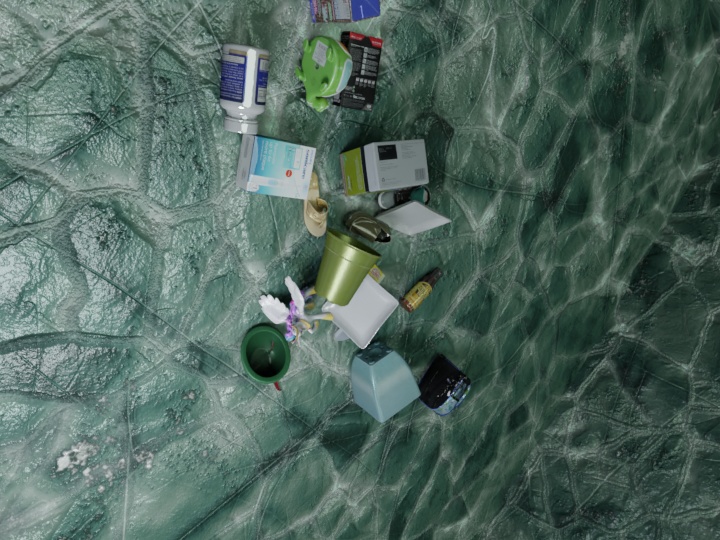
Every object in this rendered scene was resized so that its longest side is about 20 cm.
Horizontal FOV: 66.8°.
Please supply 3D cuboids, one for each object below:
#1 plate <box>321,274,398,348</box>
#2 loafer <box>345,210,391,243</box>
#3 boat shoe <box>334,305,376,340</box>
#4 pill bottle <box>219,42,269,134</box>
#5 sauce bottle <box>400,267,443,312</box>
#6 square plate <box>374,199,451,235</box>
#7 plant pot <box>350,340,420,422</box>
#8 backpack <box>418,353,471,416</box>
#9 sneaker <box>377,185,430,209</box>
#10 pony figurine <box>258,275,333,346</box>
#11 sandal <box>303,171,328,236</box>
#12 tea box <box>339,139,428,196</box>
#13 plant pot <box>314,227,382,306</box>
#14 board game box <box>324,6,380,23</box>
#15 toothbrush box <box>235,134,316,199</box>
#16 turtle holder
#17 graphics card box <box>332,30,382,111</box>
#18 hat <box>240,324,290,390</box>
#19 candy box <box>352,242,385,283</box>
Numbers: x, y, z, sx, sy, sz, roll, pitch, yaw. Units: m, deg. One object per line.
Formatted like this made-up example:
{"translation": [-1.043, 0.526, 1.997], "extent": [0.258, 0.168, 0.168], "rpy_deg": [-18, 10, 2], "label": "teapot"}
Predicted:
{"translation": [-0.001, 0.118, 1.815], "extent": [0.202, 0.198, 0.032], "rpy_deg": [-51, 171, 7], "label": "plate"}
{"translation": [0.035, -0.137, 1.793], "extent": [0.196, 0.070, 0.076], "rpy_deg": [11, 122, -41], "label": "loafer"}
{"translation": [-0.019, 0.153, 1.883], "extent": [0.201, 0.087, 0.074], "rpy_deg": [-42, 140, 17], "label": "boat shoe"}
{"translation": [-0.295, -0.456, 1.377], "extent": [0.117, 0.119, 0.207], "rpy_deg": [-4, 111, -36], "label": "pill bottle"}
{"translation": [0.233, 0.069, 2.051], "extent": [0.200, 0.065, 0.067], "rpy_deg": [-47, 130, -14], "label": "sauce bottle"}
{"translation": [0.173, -0.179, 1.833], "extent": [0.194, 0.197, 0.030], "rpy_deg": [18, 67, -41], "label": "square plate"}
{"translation": [0.075, 0.380, 1.982], "extent": [0.192, 0.194, 0.206], "rpy_deg": [-27, 115, -25], "label": "plant pot"}
{"translation": [0.342, 0.483, 2.233], "extent": [0.202, 0.182, 0.146], "rpy_deg": [-51, 130, -1], "label": "backpack"}
{"translation": [0.161, -0.241, 1.817], "extent": [0.195, 0.119, 0.087], "rpy_deg": [-14, 104, -34], "label": "sneaker"}
{"translation": [-0.192, 0.120, 1.676], "extent": [0.196, 0.165, 0.199], "rpy_deg": [56, 33, 3], "label": "pony figurine"}
{"translation": [-0.131, -0.189, 1.651], "extent": [0.076, 0.069, 0.218], "rpy_deg": [-25, 122, -27], "label": "sandal"}
{"translation": [0.070, -0.310, 1.659], "extent": [0.195, 0.194, 0.139], "rpy_deg": [-12, 97, -32], "label": "tea box"}
{"translation": [-0.057, -0.001, 1.712], "extent": [0.196, 0.199, 0.195], "rpy_deg": [17, 103, -40], "label": "plant pot"}
{"translation": [-0.049, -0.731, 1.400], "extent": [0.095, 0.198, 0.164], "rpy_deg": [-24, 123, -27], "label": "board game box"}
{"translation": [-0.235, -0.288, 1.519], "extent": [0.195, 0.084, 0.151], "rpy_deg": [3, 107, -40], "label": "toothbrush box"}
{"translation": [-0.088, -0.535, 1.496], "extent": [0.130, 0.138, 0.193], "rpy_deg": [-18, 112, -50], "label": "turtle holder"}
{"translation": [-0.008, -0.578, 1.597], "extent": [0.122, 0.050, 0.207], "rpy_deg": [-5, 110, -37], "label": "graphics card box"}
{"translation": [-0.321, 0.294, 1.741], "extent": [0.161, 0.175, 0.207], "rpy_deg": [-11, 78, -31], "label": "hat"}
{"translation": [0.000, 0.000, 1.862], "extent": [0.103, 0.026, 0.200], "rpy_deg": [-52, 130, -10], "label": "candy box"}
